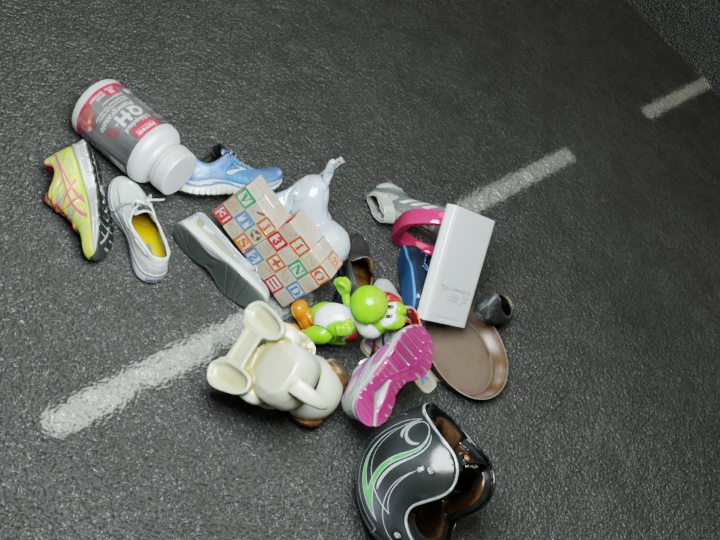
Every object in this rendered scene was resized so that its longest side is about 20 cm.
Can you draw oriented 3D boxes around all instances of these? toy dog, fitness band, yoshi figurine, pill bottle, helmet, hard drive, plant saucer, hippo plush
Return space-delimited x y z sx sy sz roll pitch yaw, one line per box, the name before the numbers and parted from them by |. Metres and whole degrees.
toy dog | -0.095 0.156 1.239 0.193 0.200 0.141 18 76 30
fitness band | 0.134 -0.069 1.551 0.142 0.200 0.038 16 75 -7
yoshi figurine | -0.028 0.067 1.325 0.112 0.198 0.114 -8 89 -67
pill bottle | -0.372 -0.218 1.374 0.200 0.111 0.111 38 44 10
helmet | 0.083 0.316 1.216 0.200 0.191 0.200 42 10 -9
hard drive | 0.169 -0.005 1.456 0.027 0.202 0.131 18 2 41
plant saucer | 0.186 0.147 1.513 0.199 0.034 0.202 20 51 -27
hippo plush | -0.079 -0.082 1.458 0.162 0.199 0.159 61 14 -4

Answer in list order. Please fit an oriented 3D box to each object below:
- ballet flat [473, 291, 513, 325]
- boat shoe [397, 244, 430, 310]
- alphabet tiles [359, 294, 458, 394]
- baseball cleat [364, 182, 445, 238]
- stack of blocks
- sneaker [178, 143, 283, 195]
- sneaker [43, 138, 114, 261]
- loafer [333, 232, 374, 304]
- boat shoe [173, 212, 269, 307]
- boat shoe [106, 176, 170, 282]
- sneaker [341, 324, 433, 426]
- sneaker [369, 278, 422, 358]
ballet flat | 0.268 0.069 1.585 0.067 0.057 0.200 51 17 13
boat shoe | 0.113 0.007 1.519 0.068 0.085 0.201 11 34 -8
alphabet tiles | 0.086 0.122 1.495 0.196 0.015 0.200 47 45 8
baseball cleat | 0.097 -0.104 1.621 0.199 0.070 0.106 27 37 23
stack of blocks | -0.136 -0.054 1.364 0.201 0.115 0.059 54 31 -10
sneaker | -0.224 -0.178 1.458 0.199 0.078 0.090 -5 100 -36
sneaker | -0.444 -0.102 1.291 0.089 0.078 0.202 -15 71 -6
loafer | 0.000 0.000 1.484 0.072 0.072 0.201 25 41 -23
boat shoe | -0.220 -0.018 1.363 0.202 0.075 0.065 41 48 11
boat shoe | -0.349 -0.086 1.318 0.074 0.086 0.203 -3 56 -36
sneaker | 0.036 0.157 1.291 0.200 0.088 0.082 -43 109 -32
sneaker | 0.063 0.076 1.427 0.067 0.108 0.203 19 48 -19
